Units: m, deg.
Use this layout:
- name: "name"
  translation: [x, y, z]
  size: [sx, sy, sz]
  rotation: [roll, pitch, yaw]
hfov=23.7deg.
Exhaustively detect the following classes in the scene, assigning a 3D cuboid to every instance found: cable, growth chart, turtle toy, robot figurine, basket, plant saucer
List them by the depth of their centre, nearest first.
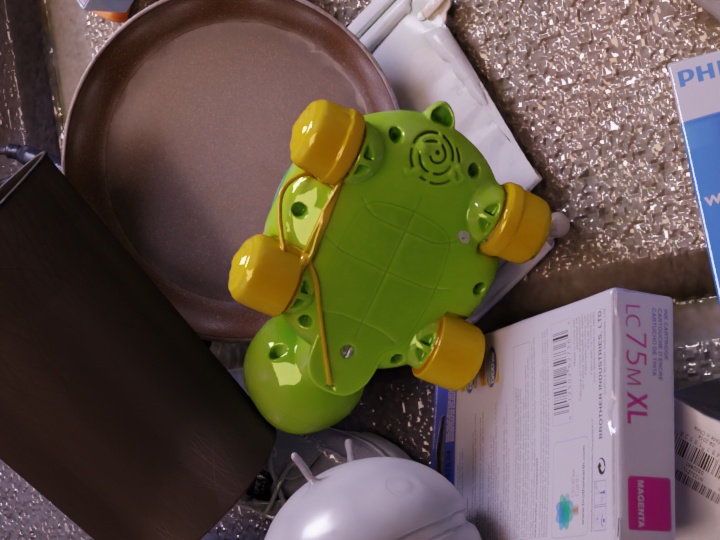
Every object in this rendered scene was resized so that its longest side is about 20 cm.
- name: "robot figurine"
  translation: [0.020, 0.180, 0.862]
  size: [0.112, 0.170, 0.201]
  rotation: [-25, 80, 8]
- name: "turtle toy"
  translation: [0.000, 0.000, 0.910]
  size: [0.201, 0.145, 0.101]
  rotation: [-63, 16, 11]
- name: "basket"
  translation: [-0.151, 0.056, 0.928]
  size: [0.200, 0.136, 0.180]
  rotation: [46, 156, -12]
- name: "growth chart"
  translation: [0.033, -0.062, 0.974]
  size: [0.144, 0.018, 0.201]
  rotation: [-36, 72, 35]
- name: "plant saucer"
  translation: [-0.070, -0.060, 0.977]
  size: [0.198, 0.032, 0.202]
  rotation: [1, 96, 6]
- name: "cable"
  translation: [-0.177, 0.017, 1.061]
  size: [0.199, 0.051, 0.165]
  rotation: [22, 105, 26]

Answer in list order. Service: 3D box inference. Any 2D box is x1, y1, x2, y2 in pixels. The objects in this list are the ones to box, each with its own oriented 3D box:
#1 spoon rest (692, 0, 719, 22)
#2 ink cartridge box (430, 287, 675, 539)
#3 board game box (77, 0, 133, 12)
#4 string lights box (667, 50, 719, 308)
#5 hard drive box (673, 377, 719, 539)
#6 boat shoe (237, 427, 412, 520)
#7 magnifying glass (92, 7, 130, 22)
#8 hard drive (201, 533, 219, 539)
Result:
- name: "spoon rest"
  translation: [0.197, -0.132, 0.827]
  size: [0.199, 0.061, 0.100]
  rotation: [24, 110, 20]
- name: "ink cartridge box"
  translation: [0.093, 0.087, 0.877]
  size: [0.200, 0.042, 0.121]
  rotation: [156, 119, -62]
- name: "board game box"
  translation: [-0.160, -0.302, 1.063]
  size: [0.200, 0.041, 0.201]
  rotation: [-50, 64, 29]
- name: "string lights box"
  translation: [0.190, 0.009, 0.758]
  size: [0.058, 0.103, 0.202]
  rotation: [-14, 61, 14]
- name: "hard drive box"
  translation: [0.192, 0.177, 0.835]
  size: [0.155, 0.076, 0.202]
  rotation: [31, 111, 32]
- name: "boat shoe"
  translation: [-0.049, 0.121, 1.019]
  size: [0.200, 0.071, 0.071]
  rotation: [19, 105, 35]
- name: "magnifying glass"
  translation: [-0.136, -0.257, 1.085]
  size: [0.079, 0.022, 0.202]
  rotation: [27, 111, 33]
- name: "hard drive"
  translation: [-0.093, 0.229, 1.015]
  size: [0.200, 0.042, 0.136]
  rotation: [178, 87, -75]
